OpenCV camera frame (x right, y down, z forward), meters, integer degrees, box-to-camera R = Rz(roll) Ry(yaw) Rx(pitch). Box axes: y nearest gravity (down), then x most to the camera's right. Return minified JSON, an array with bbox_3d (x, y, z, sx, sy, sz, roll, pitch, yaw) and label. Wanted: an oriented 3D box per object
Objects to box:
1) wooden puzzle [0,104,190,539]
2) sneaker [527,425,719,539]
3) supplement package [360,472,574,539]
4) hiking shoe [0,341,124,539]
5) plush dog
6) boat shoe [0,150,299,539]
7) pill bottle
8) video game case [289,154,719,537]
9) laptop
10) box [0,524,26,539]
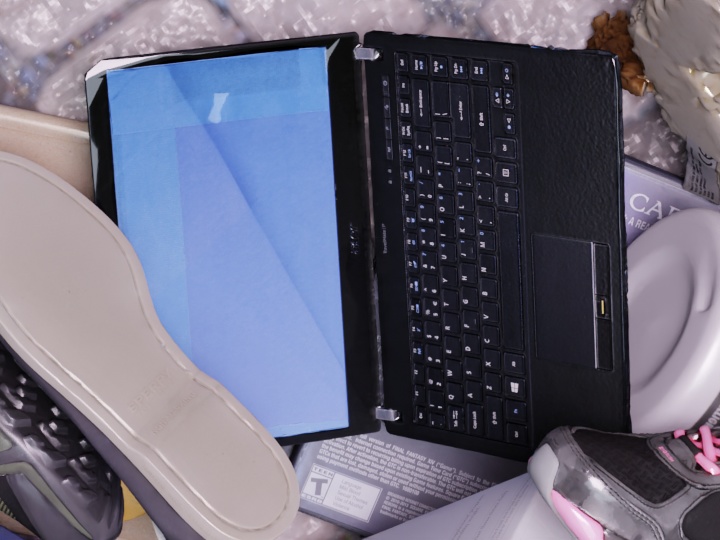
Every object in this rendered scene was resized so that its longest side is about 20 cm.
[{"bbox_3d":[-0.132,0.029,1.094,0.198,0.046,0.187,10,103,-8],"label":"wooden puzzle"},{"bbox_3d":[0.158,0.082,0.995,0.199,0.079,0.096,16,114,-28],"label":"sneaker"},{"bbox_3d":[0.028,0.179,1.064,0.199,0.110,0.114,-26,111,44],"label":"supplement package"},{"bbox_3d":[-0.187,0.058,1.052,0.200,0.076,0.101,43,111,-3],"label":"hiking shoe"},{"bbox_3d":[0.196,-0.123,1.055,0.172,0.160,0.201,-42,120,-12],"label":"plush dog"},{"bbox_3d":[-0.108,0.042,1.029,0.200,0.063,0.073,49,52,6],"label":"boat shoe"},{"bbox_3d":[0.199,0.062,1.094,0.199,0.111,0.112,26,101,-23],"label":"pill bottle"},{"bbox_3d":[0.065,0.036,1.129,0.142,0.019,0.201,21,101,-11],"label":"video game case"},{"bbox_3d":[0.000,0.000,1.033,0.199,0.103,0.179,10,111,38],"label":"laptop"},{"bbox_3d":[-0.140,0.173,1.084,0.199,0.032,0.122,25,128,25],"label":"box"}]
